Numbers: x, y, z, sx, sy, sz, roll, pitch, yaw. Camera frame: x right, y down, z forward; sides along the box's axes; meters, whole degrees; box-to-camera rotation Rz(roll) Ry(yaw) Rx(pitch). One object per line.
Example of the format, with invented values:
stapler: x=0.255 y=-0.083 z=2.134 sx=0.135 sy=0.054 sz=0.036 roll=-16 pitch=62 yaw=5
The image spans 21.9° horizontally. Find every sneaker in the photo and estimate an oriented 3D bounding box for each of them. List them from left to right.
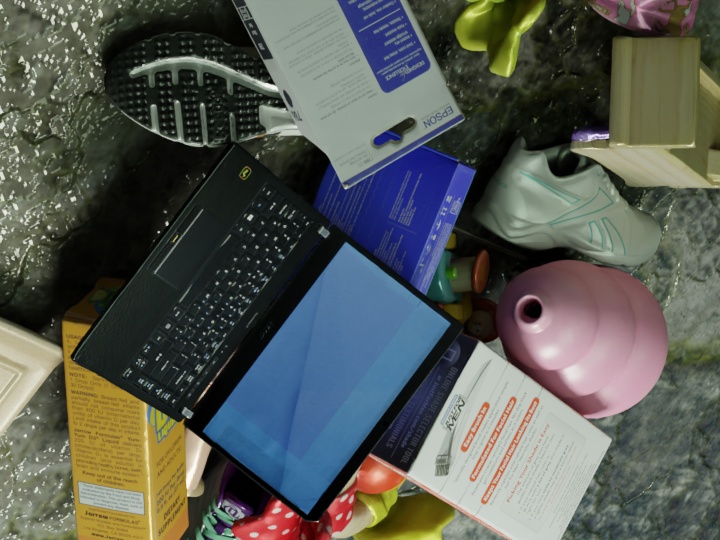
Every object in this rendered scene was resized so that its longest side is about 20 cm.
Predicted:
sneaker: x=-0.113 y=0.193 z=1.437 sx=0.201 sy=0.074 sz=0.088 roll=-59 pitch=178 yaw=6
sneaker: x=-0.075 y=-0.117 z=1.240 sx=0.199 sy=0.080 sz=0.074 roll=3 pitch=92 yaw=-19
sneaker: x=0.180 y=-0.054 z=1.484 sx=0.199 sy=0.070 sz=0.081 roll=9 pitch=109 yaw=-43

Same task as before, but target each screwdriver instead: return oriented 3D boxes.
screwdriver: x=0.121 y=-0.013 z=1.505 sx=0.199 sy=0.028 sz=0.029 roll=16 pitch=142 yaw=-41

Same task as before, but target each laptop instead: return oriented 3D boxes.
laptop: x=-0.059 y=0.046 z=1.243 sx=0.178 sy=0.103 sz=0.200 roll=-53 pitch=142 yaw=-2

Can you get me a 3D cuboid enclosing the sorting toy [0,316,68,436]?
sorting toy: x=-0.321 y=0.090 z=1.252 sx=0.200 sy=0.037 sz=0.185 roll=-48 pitch=138 yaw=11

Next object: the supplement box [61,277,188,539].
supplement box: x=-0.165 y=0.110 z=1.318 sx=0.067 sy=0.068 sz=0.201 roll=-54 pitch=146 yaw=-58

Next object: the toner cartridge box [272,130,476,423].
toner cartridge box: x=0.000 y=0.000 z=1.331 sx=0.201 sy=0.095 sz=0.043 roll=-67 pitch=158 yaw=4

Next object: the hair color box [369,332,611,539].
hair color box: x=0.096 y=0.129 z=1.399 sx=0.200 sy=0.064 sz=0.111 roll=37 pitch=80 yaw=-46

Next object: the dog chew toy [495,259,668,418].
dog chew toy: x=0.166 y=0.047 z=1.455 sx=0.125 sy=0.125 sz=0.200 roll=-50 pitch=153 yaw=8

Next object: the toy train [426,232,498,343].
toy train: x=0.082 y=0.060 z=1.445 sx=0.055 sy=0.151 sz=0.201 roll=-7 pitch=136 yaw=15

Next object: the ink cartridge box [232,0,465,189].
ink cartridge box: x=-0.020 y=-0.162 z=1.194 sx=0.099 sy=0.039 sz=0.201 roll=-29 pitch=101 yaw=-15

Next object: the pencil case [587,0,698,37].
pencil case: x=0.233 y=-0.266 z=1.345 sx=0.083 sy=0.086 sz=0.201 roll=-33 pitch=147 yaw=-58

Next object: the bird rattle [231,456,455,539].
bird rattle: x=-0.008 y=0.157 z=1.417 sx=0.200 sy=0.112 sz=0.164 roll=15 pitch=101 yaw=-57

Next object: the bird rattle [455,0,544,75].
bird rattle: x=0.081 y=-0.226 z=1.202 sx=0.162 sy=0.113 sz=0.200 roll=14 pitch=151 yaw=-4

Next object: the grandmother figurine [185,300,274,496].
grandmother figurine: x=-0.111 y=0.076 z=1.375 sx=0.121 sy=0.061 sz=0.201 roll=2 pitch=122 yaw=-36

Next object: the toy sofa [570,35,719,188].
toy sofa: x=0.232 y=-0.118 z=1.422 sx=0.200 sy=0.097 sz=0.084 roll=17 pitch=77 yaw=-65
